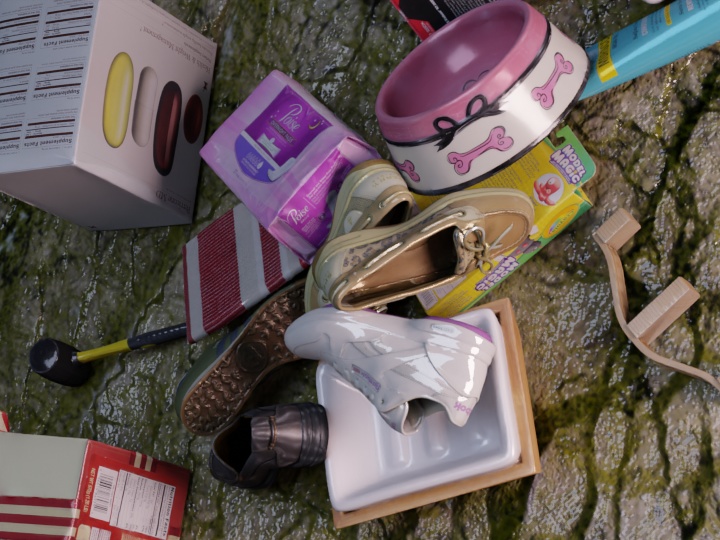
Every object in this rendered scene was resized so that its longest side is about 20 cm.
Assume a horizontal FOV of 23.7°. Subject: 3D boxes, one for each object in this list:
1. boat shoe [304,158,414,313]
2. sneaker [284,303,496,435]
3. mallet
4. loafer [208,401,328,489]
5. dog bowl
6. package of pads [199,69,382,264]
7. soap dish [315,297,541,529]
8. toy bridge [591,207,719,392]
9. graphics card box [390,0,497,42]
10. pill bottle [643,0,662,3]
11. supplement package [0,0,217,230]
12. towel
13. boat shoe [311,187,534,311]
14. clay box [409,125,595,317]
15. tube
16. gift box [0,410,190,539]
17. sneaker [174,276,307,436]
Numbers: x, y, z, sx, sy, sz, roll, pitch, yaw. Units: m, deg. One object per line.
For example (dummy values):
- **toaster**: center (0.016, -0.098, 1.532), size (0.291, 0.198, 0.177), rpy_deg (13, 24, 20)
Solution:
- **boat shoe**: center (0.002, -0.001, 1.539), size (0.063, 0.073, 0.202), rpy_deg (54, 135, 45)
- **sneaker**: center (0.014, 0.083, 1.445), size (0.199, 0.075, 0.100), rpy_deg (6, 76, 34)
- **mallet**: center (-0.234, 0.079, 1.738), size (0.199, 0.066, 0.041), rpy_deg (-12, 68, 13)
- **loafer**: center (-0.102, 0.156, 1.556), size (0.200, 0.072, 0.073), rpy_deg (-34, 56, 57)
- **dog bowl**: center (0.099, -0.160, 1.513), size (0.199, 0.074, 0.201), rpy_deg (-32, 26, 17)
- **package of pads**: center (-0.064, -0.103, 1.613), size (0.121, 0.076, 0.200), rpy_deg (-49, 35, 3)
- **soap dish**: center (0.061, 0.129, 1.496), size (0.199, 0.081, 0.158), rpy_deg (-20, 64, 27)
- **toy bridge**: center (0.252, 0.035, 1.437), size (0.067, 0.027, 0.200), rpy_deg (-45, 55, 14)
- **graphics card box**: center (0.116, -0.301, 1.588), size (0.200, 0.051, 0.126), rpy_deg (-38, 94, 19)
- **pill bottle**: center (0.310, -0.321, 1.465), size (0.199, 0.113, 0.114), rpy_deg (-27, 61, 24)
- **supplement package**: center (-0.267, -0.166, 1.740), size (0.146, 0.191, 0.201), rpy_deg (-3, 73, 33)
- **towel**: center (-0.091, -0.026, 1.655), size (0.199, 0.023, 0.145), rpy_deg (-34, 37, 20)
- **boat shoe**: center (0.061, -0.011, 1.450), size (0.199, 0.074, 0.063), rpy_deg (-20, 36, -8)
- **clay box**: center (0.118, -0.058, 1.542), size (0.200, 0.048, 0.115), rpy_deg (-39, 58, 15)
- **tube**: center (0.258, -0.201, 1.499), size (0.199, 0.051, 0.078), rpy_deg (-25, 22, 25)
- **gift box**: center (-0.298, 0.234, 1.627), size (0.186, 0.200, 0.186), rpy_deg (0, 69, 34)
- **sneaker**: center (-0.101, 0.071, 1.628), size (0.200, 0.067, 0.090), rpy_deg (-43, 16, -9)
